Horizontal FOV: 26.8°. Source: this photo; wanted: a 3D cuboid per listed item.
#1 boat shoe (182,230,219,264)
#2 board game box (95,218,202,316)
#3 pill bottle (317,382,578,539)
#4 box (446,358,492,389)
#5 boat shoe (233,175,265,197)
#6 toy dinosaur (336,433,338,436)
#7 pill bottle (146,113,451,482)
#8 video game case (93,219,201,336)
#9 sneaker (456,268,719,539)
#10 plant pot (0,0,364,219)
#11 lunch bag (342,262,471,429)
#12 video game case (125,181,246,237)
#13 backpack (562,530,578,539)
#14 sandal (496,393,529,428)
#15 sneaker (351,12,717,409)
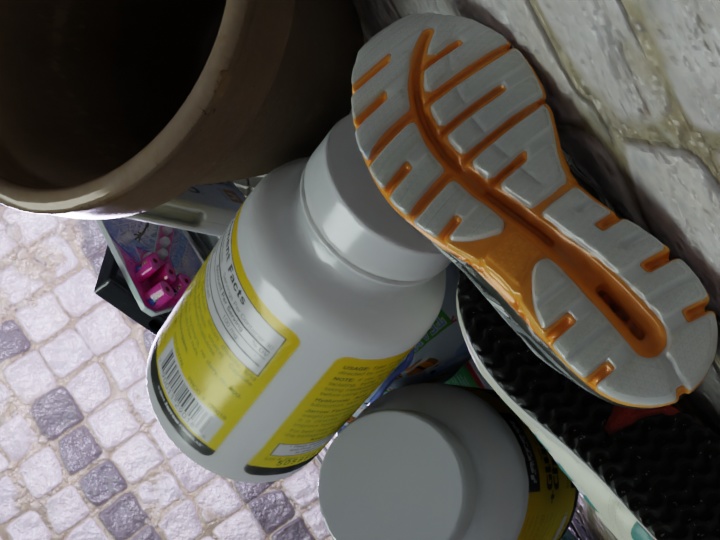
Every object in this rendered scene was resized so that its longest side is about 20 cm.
[{"bbox_3d":[-0.065,0.020,1.070,0.200,0.073,0.068,53,129,5],"label":"boat shoe"},{"bbox_3d":[-0.134,-0.077,1.144,0.199,0.026,0.201,-17,-102,-55],"label":"board game box"},{"bbox_3d":[0.050,0.121,0.852,0.112,0.112,0.200,53,-167,17],"label":"pill bottle"},{"bbox_3d":[0.054,0.073,1.069,0.118,0.048,0.200,58,168,-13],"label":"box"},{"bbox_3d":[-0.063,-0.099,0.938,0.074,0.074,0.200,30,154,-6],"label":"boat shoe"},{"bbox_3d":[0.024,0.105,1.367,0.182,0.105,0.200,45,-150,-10],"label":"toy dinosaur"},{"bbox_3d":[-0.025,0.014,0.760,0.112,0.111,0.200,54,136,14],"label":"pill bottle"},{"bbox_3d":[-0.108,-0.010,1.167,0.180,0.025,0.201,38,-142,-27],"label":"video game case"},{"bbox_3d":[0.110,0.076,0.697,0.200,0.070,0.094,49,163,27],"label":"sneaker"},{"bbox_3d":[-0.086,-0.114,0.727,0.201,0.200,0.174,52,-162,25],"label":"plant pot"},{"bbox_3d":[0.000,0.000,0.898,0.161,0.075,0.200,62,156,13],"label":"lunch bag"},{"bbox_3d":[-0.168,-0.099,0.852,0.200,0.023,0.181,49,-160,29],"label":"video game case"},{"bbox_3d":[0.080,0.237,1.055,0.199,0.177,0.153,31,168,-13],"label":"backpack"},{"bbox_3d":[0.107,0.077,0.807,0.201,0.043,0.076,60,170,-21],"label":"sandal"},{"bbox_3d":[0.064,-0.020,0.614,0.201,0.078,0.077,55,180,19],"label":"sneaker"}]
